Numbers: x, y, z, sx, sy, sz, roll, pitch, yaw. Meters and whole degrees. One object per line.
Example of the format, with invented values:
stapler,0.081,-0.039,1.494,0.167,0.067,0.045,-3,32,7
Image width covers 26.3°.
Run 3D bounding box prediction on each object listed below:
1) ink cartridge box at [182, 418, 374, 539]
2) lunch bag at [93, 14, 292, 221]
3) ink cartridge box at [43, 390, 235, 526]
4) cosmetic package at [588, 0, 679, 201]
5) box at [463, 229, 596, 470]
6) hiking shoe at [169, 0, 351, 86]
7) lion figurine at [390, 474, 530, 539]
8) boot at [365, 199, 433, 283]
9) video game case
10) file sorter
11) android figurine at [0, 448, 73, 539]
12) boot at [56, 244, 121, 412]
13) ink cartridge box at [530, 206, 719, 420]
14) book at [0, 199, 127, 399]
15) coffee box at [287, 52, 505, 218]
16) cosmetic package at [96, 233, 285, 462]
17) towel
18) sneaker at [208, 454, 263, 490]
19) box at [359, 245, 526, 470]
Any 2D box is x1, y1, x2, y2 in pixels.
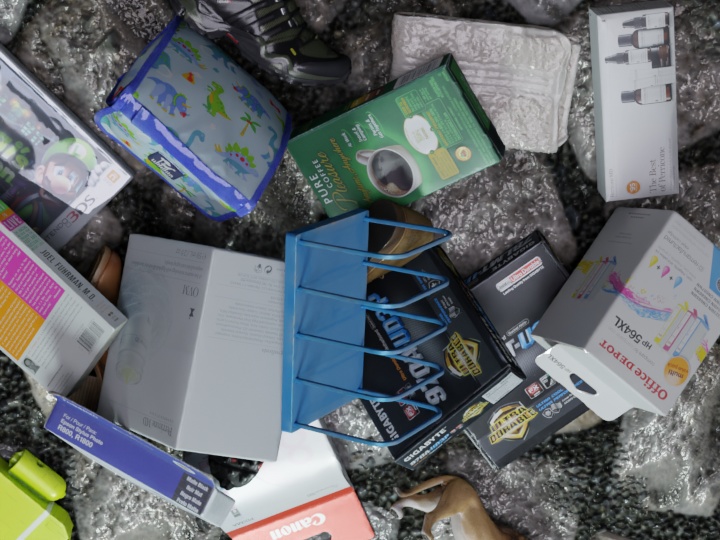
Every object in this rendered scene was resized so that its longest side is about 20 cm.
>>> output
ink cartridge box,-0.090,0.258,1.762,0.162,0.057,0.201,-22,104,5
lunch bag,-0.165,-0.144,1.534,0.170,0.200,0.127,40,105,-15
ink cartridge box,-0.235,0.204,1.635,0.199,0.200,0.041,27,77,10
cosmetic package,0.287,-0.177,1.617,0.082,0.051,0.201,-6,110,1
box,0.173,0.090,1.711,0.200,0.050,0.199,-34,108,9
hiking shoe,-0.089,-0.261,1.561,0.199,0.076,0.101,26,110,-10
lion figurine,0.127,0.298,1.768,0.122,0.072,0.201,-36,103,-25
boot,0.000,0.000,1.648,0.075,0.074,0.200,11,142,-43
video game case,-0.372,-0.109,1.634,0.182,0.023,0.200,-42,105,12
file sorter,0.010,0.057,1.515,0.122,0.139,0.201,11,107,29
android figurine,-0.413,0.290,1.765,0.200,0.041,0.182,41,103,-14
boot,-0.237,0.077,1.677,0.154,0.077,0.201,12,106,-8
ink cartridge box,0.288,0.052,1.621,0.128,0.125,0.200,37,81,-18
book,-0.350,0.027,1.610,0.200,0.048,0.134,43,127,3
coffee box,0.034,-0.130,1.601,0.199,0.044,0.123,-25,112,23
cosmetic package,-0.163,0.075,1.571,0.122,0.199,0.201,10,89,-33
towel,0.126,-0.195,1.614,0.199,0.035,0.133,5,109,-3
sneaker,-0.113,0.140,1.685,0.070,0.098,0.202,15,99,10
box,0.062,0.085,1.634,0.159,0.200,0.046,-39,144,12
